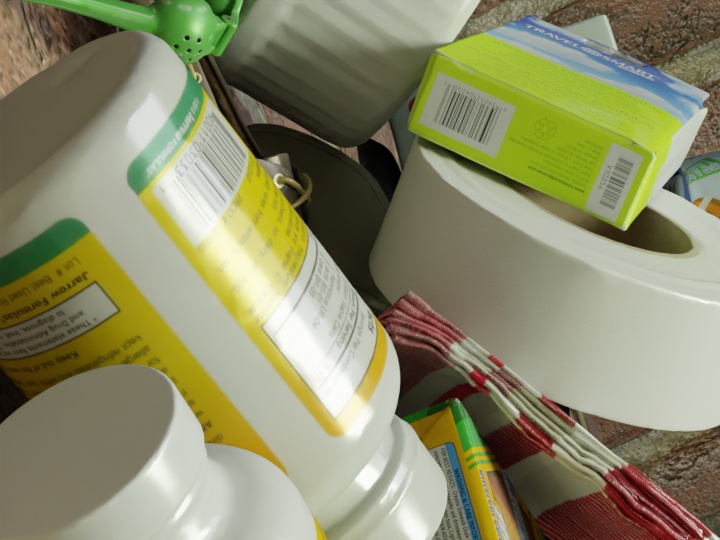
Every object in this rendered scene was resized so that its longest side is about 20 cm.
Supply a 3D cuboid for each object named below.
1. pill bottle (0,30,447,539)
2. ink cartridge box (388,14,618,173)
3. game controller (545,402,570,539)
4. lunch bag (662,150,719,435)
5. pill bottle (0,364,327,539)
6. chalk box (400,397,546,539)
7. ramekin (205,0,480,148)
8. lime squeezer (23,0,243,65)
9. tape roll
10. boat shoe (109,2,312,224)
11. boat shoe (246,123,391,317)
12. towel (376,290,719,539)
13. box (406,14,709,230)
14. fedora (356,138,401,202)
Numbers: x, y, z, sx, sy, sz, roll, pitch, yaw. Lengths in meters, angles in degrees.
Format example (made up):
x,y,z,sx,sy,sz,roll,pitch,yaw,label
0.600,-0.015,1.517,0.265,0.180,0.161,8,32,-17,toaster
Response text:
x,y,z,sx,sy,sz,roll,pitch,yaw,label
-0.056,0.027,0.677,0.200,0.112,0.113,52,14,-24,pill bottle
0.110,-0.029,1.178,0.145,0.144,0.201,41,32,-79,ink cartridge box
0.063,0.107,1.035,0.104,0.042,0.201,37,-36,34,game controller
0.237,0.016,1.199,0.160,0.075,0.201,-6,83,-88,lunch bag
-0.045,0.127,0.612,0.104,0.104,0.201,-99,164,-58,pill bottle
0.035,0.174,0.911,0.200,0.123,0.125,55,15,-54,chalk box
0.006,-0.163,1.040,0.097,0.201,0.201,34,16,-9,ramekin
-0.088,-0.128,0.938,0.200,0.070,0.038,-27,139,-54,lime squeezer
0.108,0.000,0.972,0.203,0.201,0.071,-85,-164,-72,tape roll
-0.061,-0.043,0.963,0.201,0.059,0.072,56,10,7,boat shoe
0.000,0.000,1.063,0.200,0.073,0.063,37,-31,-5,boat shoe
0.077,0.092,0.929,0.200,0.023,0.144,38,-17,-1,towel
0.109,-0.083,1.016,0.121,0.048,0.200,26,19,11,box
0.003,0.023,1.199,0.201,0.091,0.202,-17,90,-84,fedora
